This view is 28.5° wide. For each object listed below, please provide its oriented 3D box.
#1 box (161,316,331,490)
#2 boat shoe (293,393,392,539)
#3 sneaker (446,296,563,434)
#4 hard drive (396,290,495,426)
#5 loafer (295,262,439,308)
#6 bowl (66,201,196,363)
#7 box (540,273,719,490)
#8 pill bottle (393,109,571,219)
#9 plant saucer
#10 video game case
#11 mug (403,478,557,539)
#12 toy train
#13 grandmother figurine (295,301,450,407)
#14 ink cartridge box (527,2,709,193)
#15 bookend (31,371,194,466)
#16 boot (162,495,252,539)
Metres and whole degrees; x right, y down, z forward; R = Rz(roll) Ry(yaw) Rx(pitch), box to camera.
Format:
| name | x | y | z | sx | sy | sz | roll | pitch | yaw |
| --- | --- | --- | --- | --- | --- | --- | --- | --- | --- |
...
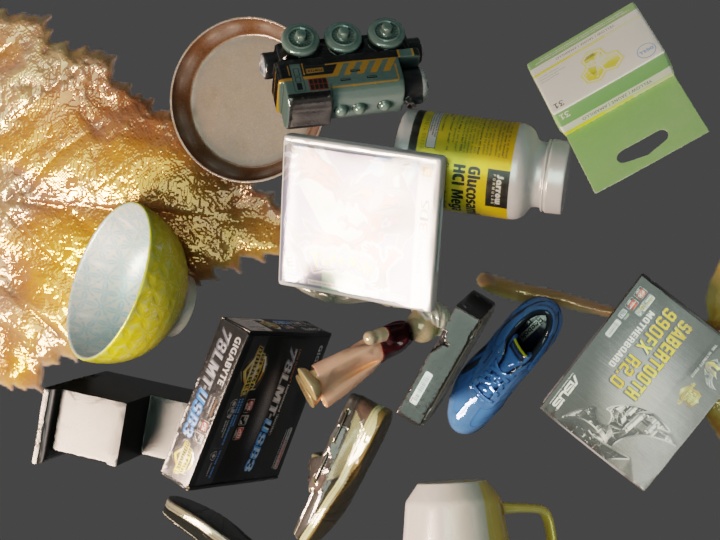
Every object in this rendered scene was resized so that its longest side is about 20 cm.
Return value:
| name | x | y | z | sx | sy | sz | roll | pitch | yaw |
| --- | --- | --- | --- | --- | --- | --- | --- | --- | --- |
| box | -0.131 | 0.156 | 1.684 | 0.049 | 0.198 | 0.202 | 26 | 98 | 28 |
| boat shoe | -0.031 | 0.243 | 1.740 | 0.065 | 0.073 | 0.201 | 33 | 96 | 19 |
| sneaker | 0.166 | 0.114 | 1.684 | 0.066 | 0.078 | 0.201 | 38 | 101 | 5 |
| hard drive | 0.102 | 0.098 | 1.633 | 0.038 | 0.200 | 0.141 | 30 | 98 | 6 |
| loafer | 0.000 | 0.000 | 1.721 | 0.198 | 0.070 | 0.070 | 9 | 135 | 21 |
| bowl | -0.265 | 0.028 | 1.739 | 0.107 | 0.200 | 0.201 | 21 | 100 | -33 |
| box | 0.332 | 0.130 | 1.665 | 0.158 | 0.048 | 0.201 | 39 | 100 | 7 |
| pill bottle | 0.142 | -0.121 | 1.656 | 0.198 | 0.112 | 0.114 | 8 | 95 | 11 |
| plant saucer | -0.136 | -0.209 | 1.748 | 0.198 | 0.034 | 0.203 | 1 | 94 | 10 |
| video game case | -0.001 | -0.056 | 1.646 | 0.198 | 0.023 | 0.184 | 10 | 109 | 22 |
| mug | 0.126 | 0.328 | 1.693 | 0.149 | 0.186 | 0.155 | -10 | 81 | 44 |
| toy train | -0.017 | -0.228 | 1.662 | 0.198 | 0.085 | 0.115 | -7 | 60 | -13 |
| grandmother figurine | 0.020 | 0.095 | 1.695 | 0.199 | 0.121 | 0.061 | -28 | 87 | -13 |
| ink cartridge box | 0.285 | -0.197 | 1.597 | 0.145 | 0.048 | 0.201 | -29 | 43 | 11 |
| bookend | -0.260 | 0.194 | 1.713 | 0.198 | 0.199 | 0.093 | 11 | 94 | 10 |
| boot | -0.192 | 0.393 | 1.771 | 0.203 | 0.073 | 0.154 | 35 | 95 | 4 |
